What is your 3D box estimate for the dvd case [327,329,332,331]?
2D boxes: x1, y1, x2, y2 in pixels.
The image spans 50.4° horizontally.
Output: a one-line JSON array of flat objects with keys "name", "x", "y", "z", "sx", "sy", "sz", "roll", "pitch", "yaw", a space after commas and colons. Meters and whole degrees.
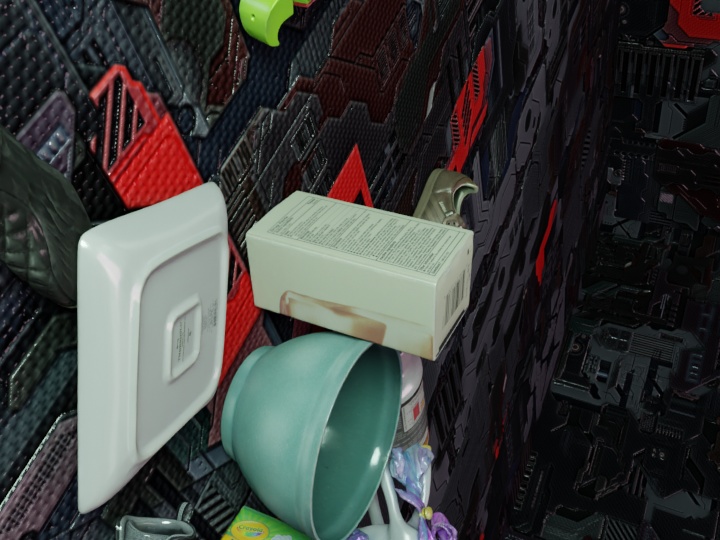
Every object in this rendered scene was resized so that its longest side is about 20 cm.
[{"name": "dvd case", "x": 0.008, "y": 0.064, "z": 1.013, "sx": 0.199, "sy": 0.017, "sz": 0.147, "roll": -32, "pitch": 130, "yaw": -58}]

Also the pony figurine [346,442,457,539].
[{"name": "pony figurine", "x": 0.047, "y": 0.297, "z": 0.832, "sx": 0.165, "sy": 0.191, "sz": 0.205, "roll": 25, "pitch": 49, "yaw": -42}]

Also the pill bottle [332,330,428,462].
[{"name": "pill bottle", "x": 0.023, "y": 0.147, "z": 0.926, "sx": 0.117, "sy": 0.114, "sz": 0.203, "roll": -56, "pitch": 150, "yaw": -39}]

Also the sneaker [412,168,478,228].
[{"name": "sneaker", "x": 0.113, "y": -0.057, "z": 1.122, "sx": 0.205, "sy": 0.074, "sz": 0.071, "roll": -71, "pitch": 156, "yaw": -15}]

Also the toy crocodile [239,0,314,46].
[{"name": "toy crocodile", "x": -0.039, "y": -0.278, "z": 0.664, "sx": 0.203, "sy": 0.066, "sz": 0.062, "roll": -62, "pitch": 158, "yaw": -27}]

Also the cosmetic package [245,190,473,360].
[{"name": "cosmetic package", "x": 0.000, "y": 0.000, "z": 0.733, "sx": 0.103, "sy": 0.195, "sz": 0.089, "roll": -45, "pitch": 143, "yaw": -47}]

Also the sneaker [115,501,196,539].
[{"name": "sneaker", "x": -0.188, "y": 0.264, "z": 0.598, "sx": 0.200, "sy": 0.073, "sz": 0.117, "roll": -36, "pitch": 134, "yaw": -65}]

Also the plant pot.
[{"name": "plant pot", "x": -0.056, "y": 0.151, "z": 0.764, "sx": 0.200, "sy": 0.131, "sz": 0.206, "roll": -42, "pitch": 139, "yaw": -53}]

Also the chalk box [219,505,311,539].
[{"name": "chalk box", "x": -0.093, "y": 0.343, "z": 0.791, "sx": 0.201, "sy": 0.121, "sz": 0.127, "roll": -50, "pitch": 146, "yaw": -46}]

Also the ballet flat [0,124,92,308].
[{"name": "ballet flat", "x": -0.207, "y": -0.037, "z": 0.441, "sx": 0.201, "sy": 0.055, "sz": 0.068, "roll": 71, "pitch": 16, "yaw": -60}]

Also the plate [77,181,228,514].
[{"name": "plate", "x": -0.146, "y": 0.049, "z": 0.585, "sx": 0.200, "sy": 0.031, "sz": 0.205, "roll": -47, "pitch": 145, "yaw": -68}]
